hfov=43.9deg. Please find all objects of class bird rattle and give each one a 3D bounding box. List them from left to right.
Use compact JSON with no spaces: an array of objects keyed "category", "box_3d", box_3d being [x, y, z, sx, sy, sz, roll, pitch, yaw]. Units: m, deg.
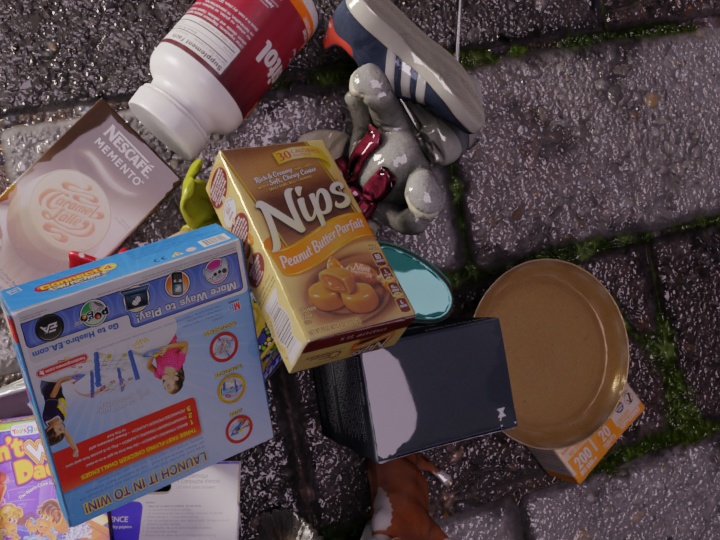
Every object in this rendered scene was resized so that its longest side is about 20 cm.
[{"category":"bird rattle","box_3d":[-0.184,0.006,0.860,0.112,0.163,0.200,42,75,10]}]

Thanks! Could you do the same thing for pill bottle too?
[{"category":"pill bottle","box_3d":[-0.141,-0.217,0.913,0.112,0.113,0.201,40,77,-12]}]

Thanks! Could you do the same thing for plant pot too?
[{"category":"plant pot","box_3d":[0.202,0.090,0.974,0.195,0.027,0.206,1,85,-16]}]

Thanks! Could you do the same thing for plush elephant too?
[{"category":"plush elephant","box_3d":[-0.005,-0.092,0.937,0.152,0.200,0.167,-27,83,6]}]

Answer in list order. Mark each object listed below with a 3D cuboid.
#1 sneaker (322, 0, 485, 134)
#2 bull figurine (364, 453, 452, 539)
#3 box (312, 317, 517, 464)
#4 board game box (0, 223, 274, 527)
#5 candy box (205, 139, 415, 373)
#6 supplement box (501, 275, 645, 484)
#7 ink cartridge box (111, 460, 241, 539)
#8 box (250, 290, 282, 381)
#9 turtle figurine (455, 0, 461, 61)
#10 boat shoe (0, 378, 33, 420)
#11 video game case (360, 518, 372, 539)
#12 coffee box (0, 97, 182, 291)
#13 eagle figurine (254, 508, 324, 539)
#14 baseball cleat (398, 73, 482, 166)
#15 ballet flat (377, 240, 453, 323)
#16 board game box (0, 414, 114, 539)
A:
[{"category":"sneaker","box_3d":[0.044,-0.204,0.940,0.199,0.084,0.076,41,35,-16]},{"category":"bull figurine","box_3d":[0.049,0.251,0.920,0.121,0.202,0.065,39,114,-23]},{"category":"box","box_3d":[0.045,0.113,0.909,0.145,0.200,0.110,-10,90,-18]},{"category":"board game box","box_3d":[-0.184,0.086,0.767,0.197,0.056,0.200,-19,116,-27]},{"category":"candy box","box_3d":[-0.047,-0.019,0.793,0.113,0.056,0.203,-10,62,-34]},{"category":"supplement box","box_3d":[0.217,0.124,1.029,0.126,0.073,0.201,-42,99,-16]},{"category":"ink cartridge box","box_3d":[-0.212,0.284,0.858,0.193,0.044,0.204,2,54,-5]},{"category":"box","box_3d":[-0.128,0.089,0.914,0.070,0.065,0.201,35,75,17]},{"category":"turtle figurine","box_3d":[0.066,-0.381,1.009,0.140,0.201,0.198,9,63,5]},{"category":"boat shoe","box_3d":[-0.348,0.150,0.851,0.199,0.065,0.076,-27,94,-16]},{"category":"video game case","box_3d":[0.029,0.372,0.898,0.022,0.200,0.186,-17,93,11]},{"category":"coffee box","box_3d":[-0.285,-0.054,0.874,0.114,0.080,0.201,44,76,-11]},{"category":"eagle figurine","box_3d":[-0.075,0.367,0.891,0.150,0.152,0.202,-34,94,20]},{"category":"baseball cleat","box_3d":[0.072,-0.223,1.013,0.106,0.069,0.203,-34,106,-24]},{"category":"ballet flat","box_3d":[0.000,0.000,0.897,0.196,0.070,0.069,19,86,-5]},{"category":"board game box","box_3d":[-0.328,0.205,0.803,0.195,0.045,0.138,-7,89,-13]}]
